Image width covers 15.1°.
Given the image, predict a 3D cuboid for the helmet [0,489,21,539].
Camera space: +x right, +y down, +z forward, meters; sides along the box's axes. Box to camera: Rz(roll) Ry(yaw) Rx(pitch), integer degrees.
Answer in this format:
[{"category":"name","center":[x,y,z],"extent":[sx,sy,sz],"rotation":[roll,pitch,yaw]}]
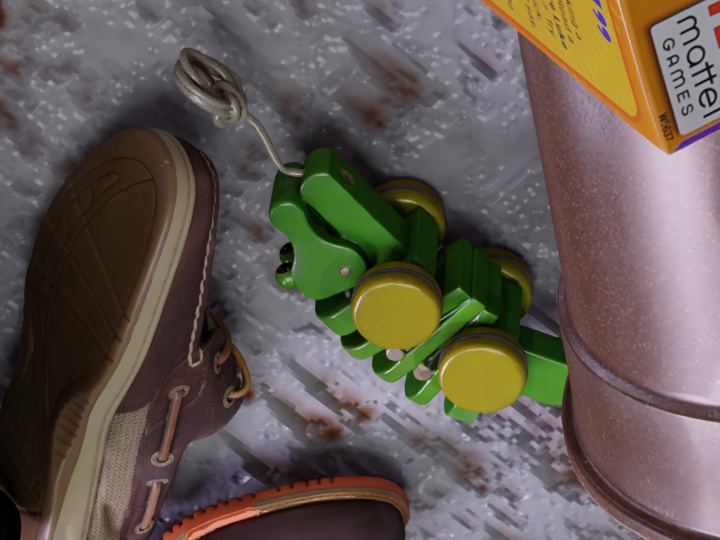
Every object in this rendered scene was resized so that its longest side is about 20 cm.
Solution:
[{"category":"helmet","center":[-0.209,0.070,0.899],"extent":[0.200,0.191,0.200],"rotation":[8,122,12]}]

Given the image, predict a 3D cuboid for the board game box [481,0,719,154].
[{"category":"board game box","center":[0.089,-0.188,0.653],"extent":[0.200,0.200,0.200],"rotation":[-27,124,-10]}]

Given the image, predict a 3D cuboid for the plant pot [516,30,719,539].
[{"category":"plant pot","center":[0.133,-0.050,0.801],"extent":[0.200,0.200,0.198],"rotation":[-12,121,13]}]

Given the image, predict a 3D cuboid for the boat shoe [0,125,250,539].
[{"category":"boat shoe","center":[-0.076,0.031,0.960],"extent":[0.072,0.072,0.200],"rotation":[-5,132,-30]}]

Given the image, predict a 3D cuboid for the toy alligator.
[{"category":"toy alligator","center":[0.000,0.000,0.927],"extent":[0.200,0.059,0.054],"rotation":[37,121,-21]}]

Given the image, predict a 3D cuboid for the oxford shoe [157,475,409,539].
[{"category":"oxford shoe","center":[-0.064,0.144,1.007],"extent":[0.200,0.073,0.071],"rotation":[-29,145,4]}]
